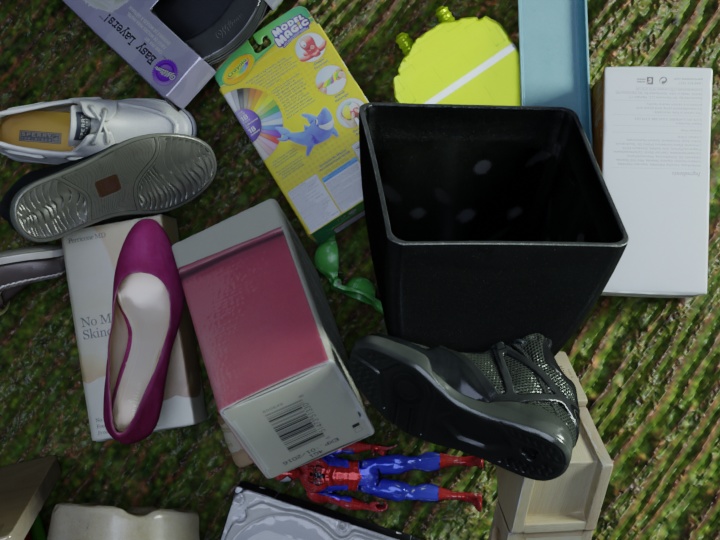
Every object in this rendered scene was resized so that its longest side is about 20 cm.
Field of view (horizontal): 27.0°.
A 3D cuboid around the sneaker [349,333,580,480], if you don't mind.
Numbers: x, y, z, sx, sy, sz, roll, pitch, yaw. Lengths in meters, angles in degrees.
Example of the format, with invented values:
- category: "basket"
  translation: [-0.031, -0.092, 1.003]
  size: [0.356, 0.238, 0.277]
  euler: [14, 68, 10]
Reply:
- category: "sneaker"
  translation: [0.093, 0.092, 1.255]
  size: [0.199, 0.114, 0.076]
  euler: [20, 128, 10]

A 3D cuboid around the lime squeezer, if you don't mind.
- category: "lime squeezer"
  translation: [0.000, 0.000, 1.434]
  size: [0.071, 0.038, 0.200]
  euler: [-31, 85, -30]

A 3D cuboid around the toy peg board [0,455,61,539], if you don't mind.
- category: "toy peg board"
  translation: [-0.378, 0.268, 1.371]
  size: [0.199, 0.199, 0.098]
  euler: [-14, 103, 3]

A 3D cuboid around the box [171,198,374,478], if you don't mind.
- category: "box"
  translation: [-0.079, 0.060, 1.340]
  size: [0.109, 0.128, 0.200]
  euler: [-24, 50, 3]

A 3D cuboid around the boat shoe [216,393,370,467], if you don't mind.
- category: "boat shoe"
  translation: [-0.033, 0.131, 1.413]
  size: [0.199, 0.071, 0.065]
  euler: [-18, 96, 9]

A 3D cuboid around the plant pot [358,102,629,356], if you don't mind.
- category: "plant pot"
  translation: [0.097, -0.017, 1.313]
  size: [0.199, 0.200, 0.178]
  euler: [1, 129, -11]

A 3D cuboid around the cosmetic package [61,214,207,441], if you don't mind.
- category: "cosmetic package"
  translation: [-0.214, 0.054, 1.421]
  size: [0.105, 0.071, 0.201]
  euler: [-11, 88, 3]

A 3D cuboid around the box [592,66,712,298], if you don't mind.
- category: "box"
  translation: [0.262, -0.077, 1.370]
  size: [0.097, 0.124, 0.201]
  euler: [2, 88, 4]

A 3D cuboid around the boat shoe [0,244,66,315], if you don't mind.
- category: "boat shoe"
  translation: [-0.370, 0.018, 1.434]
  size: [0.199, 0.072, 0.060]
  euler: [-12, 93, 7]

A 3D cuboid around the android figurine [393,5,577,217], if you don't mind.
- category: "android figurine"
  translation: [0.110, -0.155, 1.423]
  size: [0.182, 0.041, 0.200]
  euler: [-35, 87, 2]

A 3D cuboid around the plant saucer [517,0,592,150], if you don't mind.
- category: "plant saucer"
  translation: [0.179, -0.208, 1.402]
  size: [0.070, 0.019, 0.201]
  euler: [2, 79, -13]

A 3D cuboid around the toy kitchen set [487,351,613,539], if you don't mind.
- category: "toy kitchen set"
  translation: [0.105, 0.173, 1.360]
  size: [0.162, 0.200, 0.181]
  euler: [0, 125, -12]

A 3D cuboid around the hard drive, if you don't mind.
- category: "hard drive"
  translation: [-0.042, 0.295, 1.415]
  size: [0.199, 0.038, 0.140]
  euler: [18, 94, 3]

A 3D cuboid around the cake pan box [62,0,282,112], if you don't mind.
- category: "cake pan box"
  translation: [-0.177, -0.278, 1.424]
  size: [0.184, 0.052, 0.200]
  euler: [-46, 74, 3]

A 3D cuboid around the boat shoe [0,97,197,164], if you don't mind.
- category: "boat shoe"
  translation: [-0.258, -0.133, 1.430]
  size: [0.199, 0.070, 0.071]
  euler: [2, 88, 4]

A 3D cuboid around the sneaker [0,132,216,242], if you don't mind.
- category: "sneaker"
  translation: [-0.241, -0.086, 1.406]
  size: [0.199, 0.106, 0.075]
  euler: [-17, 106, -21]

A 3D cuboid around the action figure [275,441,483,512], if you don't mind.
- category: "action figure"
  translation: [0.016, 0.194, 1.416]
  size: [0.199, 0.052, 0.066]
  euler: [2, 93, 6]

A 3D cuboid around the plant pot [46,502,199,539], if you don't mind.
- category: "plant pot"
  translation: [-0.217, 0.305, 1.359]
  size: [0.200, 0.200, 0.184]
  euler: [3, 81, 4]

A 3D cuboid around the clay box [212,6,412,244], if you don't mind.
- category: "clay box"
  translation: [-0.047, -0.139, 1.417]
  size: [0.115, 0.048, 0.200]
  euler: [-32, 74, 3]

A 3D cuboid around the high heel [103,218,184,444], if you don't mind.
- category: "high heel"
  translation: [-0.200, 0.052, 1.336]
  size: [0.067, 0.096, 0.201]
  euler: [8, 88, 3]
